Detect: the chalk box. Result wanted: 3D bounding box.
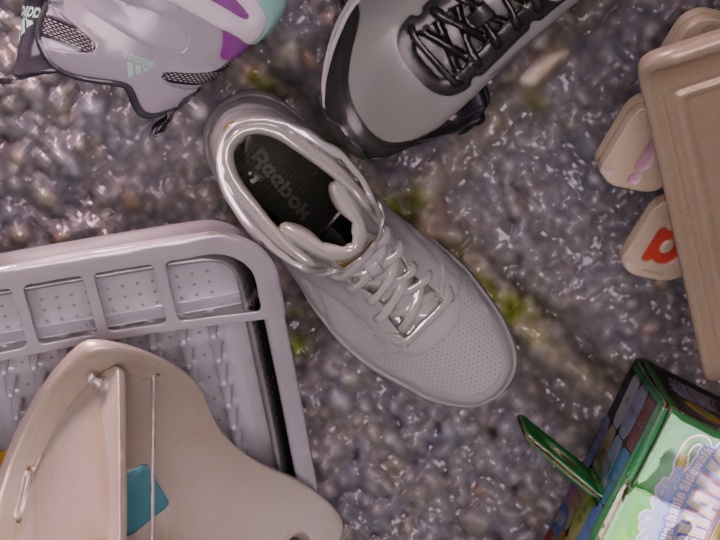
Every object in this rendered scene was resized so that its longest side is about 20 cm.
[{"bbox_3d":[0.161,0.129,1.349,0.199,0.124,0.124,25,97,-4],"label":"chalk box"}]

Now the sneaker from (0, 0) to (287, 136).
[{"bbox_3d":[-0.147,-0.147,1.323,0.200,0.078,0.140,42,95,-6],"label":"sneaker"}]

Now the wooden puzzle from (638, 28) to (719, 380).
[{"bbox_3d":[0.227,-0.052,1.271,0.184,0.037,0.201,-18,129,-2],"label":"wooden puzzle"}]

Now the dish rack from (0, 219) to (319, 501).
[{"bbox_3d":[-0.115,0.058,1.338,0.171,0.044,0.201,-10,129,0],"label":"dish rack"}]

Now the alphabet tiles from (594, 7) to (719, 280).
[{"bbox_3d":[0.212,-0.067,1.316,0.199,0.015,0.196,9,127,-28],"label":"alphabet tiles"}]

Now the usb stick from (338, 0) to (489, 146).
[{"bbox_3d":[0.008,-0.157,1.347,0.055,0.033,0.201,-19,99,5],"label":"usb stick"}]

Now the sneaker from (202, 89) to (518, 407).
[{"bbox_3d":[0.000,0.000,1.330,0.200,0.116,0.074,43,94,-8],"label":"sneaker"}]

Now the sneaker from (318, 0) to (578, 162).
[{"bbox_3d":[0.058,-0.132,1.303,0.200,0.079,0.074,-46,106,-11],"label":"sneaker"}]

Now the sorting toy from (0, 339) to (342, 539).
[{"bbox_3d":[-0.078,0.157,1.301,0.179,0.107,0.201,15,61,-35],"label":"sorting toy"}]
